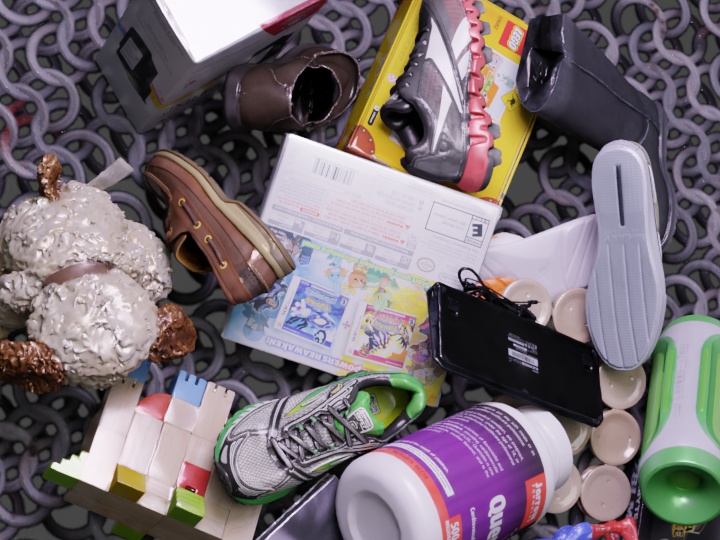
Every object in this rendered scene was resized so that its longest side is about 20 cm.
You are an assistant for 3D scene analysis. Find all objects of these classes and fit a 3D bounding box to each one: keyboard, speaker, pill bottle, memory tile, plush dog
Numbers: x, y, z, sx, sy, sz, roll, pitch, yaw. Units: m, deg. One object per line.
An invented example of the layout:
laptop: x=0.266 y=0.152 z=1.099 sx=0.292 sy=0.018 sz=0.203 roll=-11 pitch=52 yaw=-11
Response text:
keyboard: x=0.126 y=0.068 z=1.738 sx=0.199 sy=0.039 sz=0.105 roll=24 pitch=54 yaw=-36
speaker: x=0.289 y=0.128 z=1.782 sx=0.088 sy=0.089 sz=0.201 roll=29 pitch=38 yaw=-9
pill bottle: x=0.083 y=0.178 z=1.682 sx=0.199 sy=0.112 sz=0.113 roll=-20 pitch=81 yaw=-39
memory tile: x=0.181 y=0.115 z=1.800 sx=0.152 sy=0.017 sz=0.202 roll=9 pitch=87 yaw=-17
plush dog: x=-0.222 y=0.017 z=1.625 sx=0.198 sy=0.161 sz=0.173 roll=-14 pitch=55 yaw=-23

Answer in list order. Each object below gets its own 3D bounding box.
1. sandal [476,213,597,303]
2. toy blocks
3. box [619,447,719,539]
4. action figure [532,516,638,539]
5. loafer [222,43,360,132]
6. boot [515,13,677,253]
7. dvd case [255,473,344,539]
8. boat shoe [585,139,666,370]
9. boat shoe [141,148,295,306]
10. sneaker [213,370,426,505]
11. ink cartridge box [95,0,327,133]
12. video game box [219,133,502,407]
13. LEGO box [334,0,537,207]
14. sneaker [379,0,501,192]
sandal: x=0.143 y=0.002 z=1.826 sx=0.205 sy=0.059 sz=0.080 roll=-18 pitch=105 yaw=-11
toy blocks: x=-0.149 y=0.149 z=1.677 sx=0.199 sy=0.100 sz=0.138 roll=25 pitch=58 yaw=-13
box: x=0.324 y=0.275 z=1.814 sx=0.197 sy=0.050 sz=0.202 roll=17 pitch=70 yaw=-12
action figure: x=0.139 y=0.245 z=1.750 sx=0.198 sy=0.065 sz=0.052 roll=-3 pitch=85 yaw=-18
loafer: x=-0.045 y=-0.149 z=1.756 sx=0.200 sy=0.071 sz=0.074 roll=-28 pitch=123 yaw=-60
boot: x=0.211 y=-0.118 z=1.823 sx=0.200 sy=0.065 sz=0.166 roll=34 pitch=47 yaw=-51
dvd case: x=-0.061 y=0.285 z=1.661 sx=0.200 sy=0.016 sz=0.149 roll=-41 pitch=120 yaw=-24
boat shoe: x=0.238 y=-0.015 z=1.778 sx=0.062 sy=0.071 sz=0.202 roll=-22 pitch=114 yaw=-62
boat shoe: x=-0.133 y=-0.037 z=1.694 sx=0.067 sy=0.200 sz=0.072 roll=-42 pitch=135 yaw=-8
sneaker: x=-0.033 y=0.125 z=1.654 sx=0.199 sy=0.085 sz=0.079 roll=-27 pitch=92 yaw=-32
ink cartridge box: x=-0.126 y=-0.207 z=1.722 sx=0.145 sy=0.200 sz=0.083 roll=-30 pitch=88 yaw=-23
video game box: x=0.000 y=0.000 z=1.746 sx=0.198 sy=0.047 sz=0.184 roll=19 pitch=91 yaw=-9
LEGO box: x=0.077 y=-0.146 z=1.837 sx=0.148 sy=0.077 sz=0.201 roll=28 pitch=68 yaw=-10
sneaker: x=0.063 y=-0.165 z=1.755 sx=0.097 sy=0.071 sz=0.202 roll=1 pitch=71 yaw=-14
